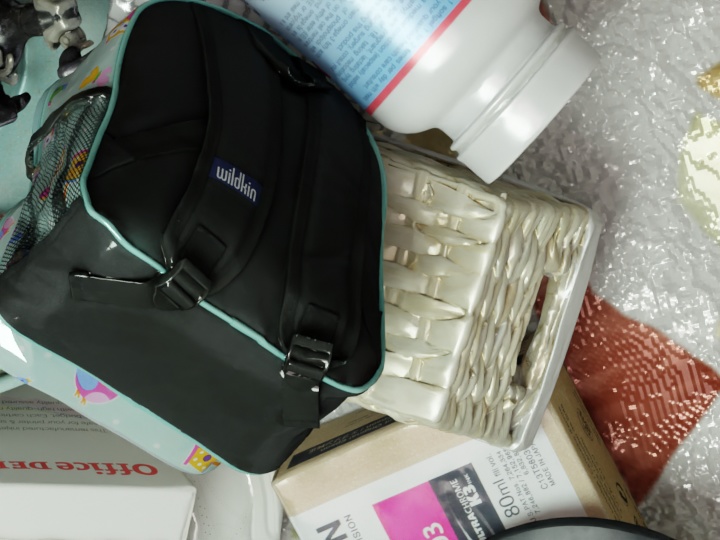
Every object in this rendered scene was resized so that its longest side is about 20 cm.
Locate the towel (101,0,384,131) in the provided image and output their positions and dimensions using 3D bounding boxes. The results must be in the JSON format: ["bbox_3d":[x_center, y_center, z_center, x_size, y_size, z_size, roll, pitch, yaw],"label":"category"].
[{"bbox_3d":[-0.035,-0.188,1.411,0.165,0.086,0.201,18,110,7],"label":"towel"}]

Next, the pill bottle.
[{"bbox_3d":[0.014,-0.138,1.312,0.200,0.109,0.109,42,109,-2],"label":"pill bottle"}]

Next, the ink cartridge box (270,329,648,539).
[{"bbox_3d":[0.070,0.157,1.497,0.164,0.075,0.200,-26,101,15],"label":"ink cartridge box"}]

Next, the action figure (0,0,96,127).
[{"bbox_3d":[-0.183,-0.124,1.386,0.200,0.102,0.119,-10,95,34],"label":"action figure"}]

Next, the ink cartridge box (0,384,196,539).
[{"bbox_3d":[-0.201,0.134,1.451,0.147,0.200,0.145,4,111,-28],"label":"ink cartridge box"}]

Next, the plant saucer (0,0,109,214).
[{"bbox_3d":[-0.228,-0.121,1.489,0.200,0.039,0.202,3,107,9],"label":"plant saucer"}]

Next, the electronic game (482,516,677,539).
[{"bbox_3d":[0.122,0.218,1.445,0.199,0.042,0.201,5,117,11],"label":"electronic game"}]

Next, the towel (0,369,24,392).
[{"bbox_3d":[-0.252,0.030,1.421,0.171,0.200,0.048,25,125,48],"label":"towel"}]

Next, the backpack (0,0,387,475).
[{"bbox_3d":[-0.078,-0.019,1.257,0.176,0.200,0.153,30,135,-22],"label":"backpack"}]

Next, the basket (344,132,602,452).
[{"bbox_3d":[0.000,0.000,1.397,0.200,0.123,0.136,19,95,25],"label":"basket"}]

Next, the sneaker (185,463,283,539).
[{"bbox_3d":[-0.087,0.191,1.521,0.088,0.075,0.201,-11,99,-31],"label":"sneaker"}]
